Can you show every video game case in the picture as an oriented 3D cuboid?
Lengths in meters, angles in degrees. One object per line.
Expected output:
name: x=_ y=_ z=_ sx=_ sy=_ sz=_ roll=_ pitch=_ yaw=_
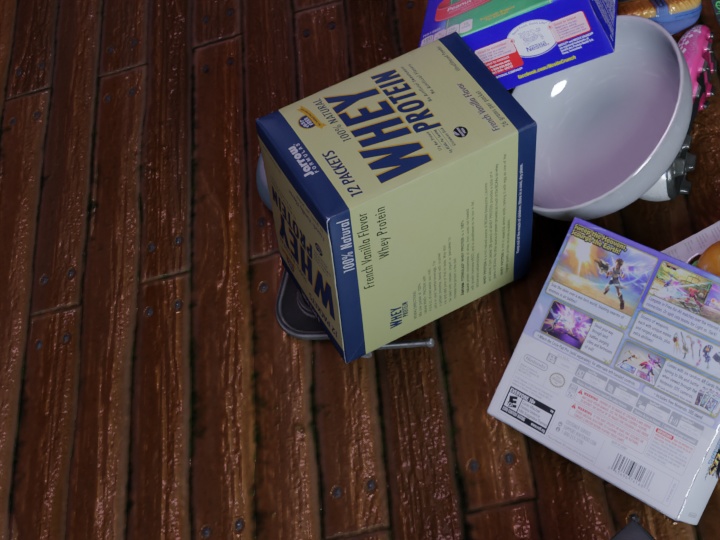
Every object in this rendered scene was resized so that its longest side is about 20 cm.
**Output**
video game case: x=0.221 y=0.076 z=1.090 sx=0.199 sy=0.045 sz=0.183 roll=27 pitch=94 yaw=40

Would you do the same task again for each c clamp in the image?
c clamp: x=0.000 y=0.000 z=1.305 sx=0.169 sy=0.027 sz=0.202 roll=-9 pitch=54 yaw=22

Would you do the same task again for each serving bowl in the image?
serving bowl: x=0.218 y=-0.128 z=1.222 sx=0.199 sy=0.066 sz=0.202 roll=-25 pitch=49 yaw=32

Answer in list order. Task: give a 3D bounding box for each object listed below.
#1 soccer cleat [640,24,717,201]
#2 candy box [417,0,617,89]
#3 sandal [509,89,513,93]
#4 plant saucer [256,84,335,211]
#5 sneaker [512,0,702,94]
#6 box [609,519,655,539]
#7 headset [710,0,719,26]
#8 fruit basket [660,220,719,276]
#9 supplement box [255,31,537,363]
soccer cleat: x=0.282 y=-0.155 z=1.277 sx=0.085 sy=0.070 sz=0.202 roll=7 pitch=58 yaw=25
candy box: x=0.152 y=-0.259 z=1.269 sx=0.167 sy=0.077 sz=0.201 roll=-17 pitch=35 yaw=25
sandal: x=0.176 y=-0.235 z=1.385 sx=0.200 sy=0.080 sz=0.087 roll=-47 pitch=19 yaw=-8
plant saucer: x=-0.021 y=-0.132 z=1.388 sx=0.198 sy=0.028 sz=0.202 roll=-14 pitch=44 yaw=14
sneaker: x=0.239 y=-0.214 z=1.318 sx=0.197 sy=0.089 sz=0.076 roll=-17 pitch=26 yaw=9
box: x=0.163 y=0.304 z=0.932 sx=0.199 sy=0.149 sz=0.124 roll=-38 pitch=52 yaw=-9
headset: x=0.399 y=-0.284 z=1.295 sx=0.093 sy=0.124 sz=0.200 roll=-15 pitch=21 yaw=42
fruit basket: x=0.307 y=0.045 z=1.126 sx=0.199 sy=0.094 sz=0.187 roll=-32 pitch=48 yaw=17
supplement box: x=0.035 y=-0.062 z=1.184 sx=0.198 sy=0.201 sz=0.135 roll=-25 pitch=53 yaw=-14
